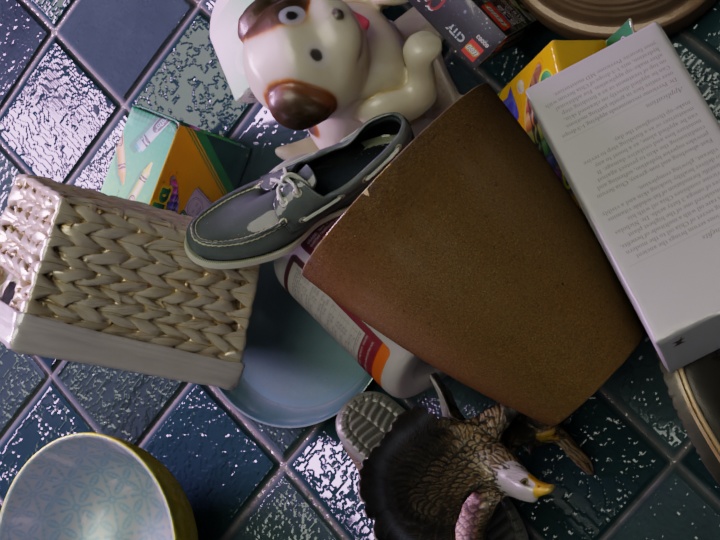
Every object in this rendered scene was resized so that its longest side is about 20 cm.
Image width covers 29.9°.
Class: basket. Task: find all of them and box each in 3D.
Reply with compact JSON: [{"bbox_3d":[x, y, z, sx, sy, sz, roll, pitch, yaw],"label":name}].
[{"bbox_3d":[-0.193,0.007,1.086,0.135,0.199,0.124,23,98,57],"label":"basket"}]

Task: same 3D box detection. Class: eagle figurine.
[{"bbox_3d":[0.079,0.162,0.987,0.152,0.151,0.200,41,68,4],"label":"eagle figurine"}]

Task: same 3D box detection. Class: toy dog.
[{"bbox_3d":[-0.018,-0.165,1.102,0.193,0.200,0.140,-19,74,24],"label":"toy dog"}]

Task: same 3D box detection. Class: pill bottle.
[{"bbox_3d":[0.000,0.000,1.092,0.200,0.109,0.110,44,104,24],"label":"pill bottle"}]

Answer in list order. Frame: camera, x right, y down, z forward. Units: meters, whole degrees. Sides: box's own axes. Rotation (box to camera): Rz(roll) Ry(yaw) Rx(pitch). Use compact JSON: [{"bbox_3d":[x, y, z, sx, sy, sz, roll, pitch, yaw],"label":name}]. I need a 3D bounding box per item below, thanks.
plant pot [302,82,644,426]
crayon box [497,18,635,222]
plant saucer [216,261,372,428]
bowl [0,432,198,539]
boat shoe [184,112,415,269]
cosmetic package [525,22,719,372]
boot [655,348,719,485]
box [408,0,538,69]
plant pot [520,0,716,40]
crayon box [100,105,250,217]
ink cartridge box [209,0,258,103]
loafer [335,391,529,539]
[{"bbox_3d":[0.095,0.004,0.939,0.200,0.186,0.186,44,104,5],"label":"plant pot"},{"bbox_3d":[0.147,-0.088,1.022,0.200,0.051,0.126,138,124,-60],"label":"crayon box"},{"bbox_3d":[-0.055,0.039,1.193,0.199,0.027,0.201,-4,80,27],"label":"plant saucer"},{"bbox_3d":[-0.214,0.246,1.202,0.199,0.108,0.201,-4,82,28],"label":"bowl"},{"bbox_3d":[-0.046,-0.066,1.034,0.199,0.062,0.073,-23,54,-11],"label":"boat shoe"},{"bbox_3d":[0.197,-0.049,0.877,0.101,0.071,0.200,-26,64,8],"label":"cosmetic package"},{"bbox_3d":[0.265,0.031,0.895,0.138,0.077,0.201,-22,74,20],"label":"boot"},{"bbox_3d":[0.052,-0.253,1.075,0.200,0.137,0.038,46,115,1],"label":"box"},{"bbox_3d":[0.199,-0.283,1.044,0.200,0.093,0.202,-2,81,14],"label":"plant pot"},{"bbox_3d":[-0.185,-0.037,1.219,0.058,0.119,0.201,23,95,28],"label":"crayon box"},{"bbox_3d":[-0.089,-0.277,1.210,0.161,0.050,0.201,-40,67,43],"label":"ink cartridge box"},{"bbox_3d":[0.060,0.181,1.098,0.075,0.070,0.200,-38,76,-15],"label":"loafer"}]
